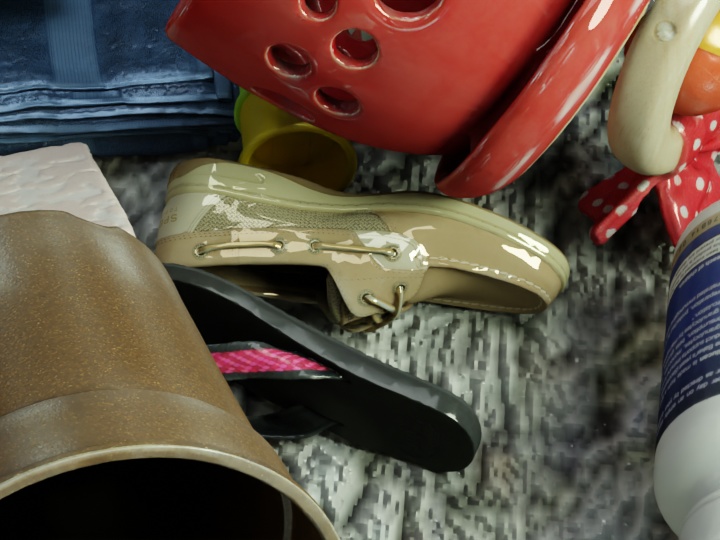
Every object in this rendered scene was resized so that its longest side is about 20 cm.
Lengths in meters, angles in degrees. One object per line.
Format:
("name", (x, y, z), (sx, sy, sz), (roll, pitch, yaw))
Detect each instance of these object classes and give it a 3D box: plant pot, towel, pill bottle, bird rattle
("plant pot", (-0.125, 0.091, 1.226), (0.200, 0.201, 0.198), (-10, 38, -12))
("towel", (-0.211, -0.009, 1.368), (0.199, 0.032, 0.191), (-10, 20, -12))
("towel", (-0.161, -0.107, 1.503), (0.199, 0.049, 0.112), (-4, 45, -5))
("pill bottle", (0.189, 0.067, 1.304), (0.111, 0.111, 0.200), (7, 46, 5))
("bird rattle", (0.157, -0.102, 1.399), (0.113, 0.163, 0.200), (38, 99, 20))
("plant pot", (0.033, -0.144, 1.354), (0.182, 0.200, 0.201), (35, 49, -5))

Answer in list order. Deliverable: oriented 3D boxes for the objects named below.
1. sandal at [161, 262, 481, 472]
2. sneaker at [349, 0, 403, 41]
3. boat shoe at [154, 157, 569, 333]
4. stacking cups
("sandal", (-0.041, 0.052, 1.340), (0.199, 0.075, 0.045), (22, 60, 15))
("sneaker", (0.006, -0.171, 1.531), (0.070, 0.093, 0.200), (27, 50, -38))
("boat shoe", (0.000, 0.000, 1.397), (0.199, 0.071, 0.065), (10, 65, 2))
("stacking cups", (-0.045, -0.123, 1.477), (0.060, 0.061, 0.200), (-5, 49, -7))
